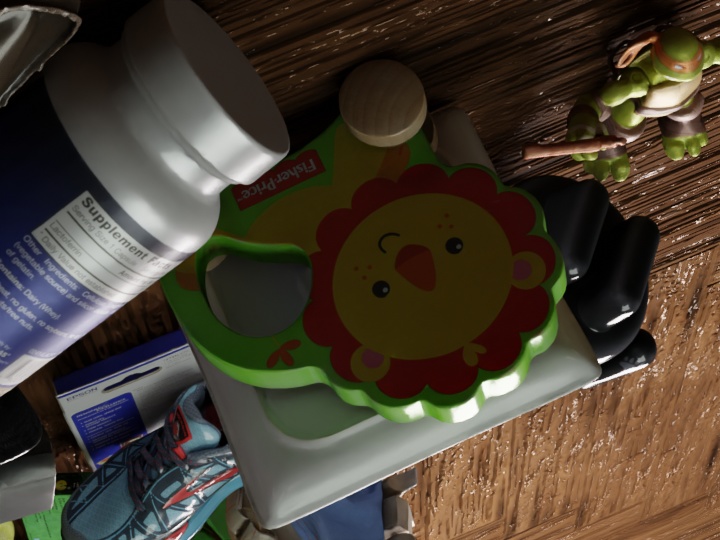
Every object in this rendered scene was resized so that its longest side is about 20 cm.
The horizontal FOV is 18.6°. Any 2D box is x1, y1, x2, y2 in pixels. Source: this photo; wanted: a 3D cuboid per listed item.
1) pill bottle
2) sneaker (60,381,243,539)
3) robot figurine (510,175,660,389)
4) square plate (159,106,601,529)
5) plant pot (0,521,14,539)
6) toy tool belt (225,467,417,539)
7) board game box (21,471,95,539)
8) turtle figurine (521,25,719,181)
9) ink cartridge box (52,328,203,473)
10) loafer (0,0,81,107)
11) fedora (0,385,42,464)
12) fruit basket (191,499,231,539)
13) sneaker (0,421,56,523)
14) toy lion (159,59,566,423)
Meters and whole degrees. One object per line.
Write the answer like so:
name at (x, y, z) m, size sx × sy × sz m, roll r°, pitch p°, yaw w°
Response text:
pill bottle at (-0.138, -0.035, 1.034) m, size 0.200 × 0.116 × 0.116 m, roll -36°, pitch 156°, yaw 13°
sneaker at (-0.110, 0.107, 1.383) m, size 0.200 × 0.079 × 0.096 m, roll -33°, pitch 149°, yaw -4°
robot figurine at (0.100, 0.014, 1.374) m, size 0.125 × 0.151 × 0.200 m, roll -21°, pitch 173°, yaw -37°
square plate at (0.001, 0.016, 1.201) m, size 0.200 × 0.198 × 0.028 m, roll -25°, pitch 149°, yaw -2°
plant pot at (-0.290, 0.247, 1.426) m, size 0.200 × 0.185 × 0.200 m, roll -22°, pitch 159°, yaw -9°
toy tool belt at (-0.019, 0.164, 1.435) m, size 0.123 × 0.200 × 0.125 m, roll -33°, pitch 137°, yaw 29°
board game box at (-0.167, 0.207, 1.511) m, size 0.104 × 0.024 × 0.200 m, roll 0°, pitch 137°, yaw 6°
turtle figurine at (0.167, -0.103, 1.282) m, size 0.200 × 0.065 × 0.161 m, roll -30°, pitch 167°, yaw -11°
ink cartridge box at (-0.142, 0.085, 1.419) m, size 0.094 × 0.037 × 0.200 m, roll -22°, pitch 161°, yaw -7°
loafer at (-0.190, -0.066, 0.972) m, size 0.200 × 0.071 × 0.073 m, roll -37°, pitch 156°, yaw 27°
fedora at (-0.262, 0.097, 1.106) m, size 0.200 × 0.200 × 0.092 m, roll -2°, pitch 112°, yaw -44°
fruit basket at (-0.153, 0.241, 1.638) m, size 0.215 × 0.156 × 0.216 m, roll -38°, pitch 170°, yaw -8°
sneaker at (-0.245, 0.132, 1.285) m, size 0.106 × 0.075 × 0.200 m, roll -8°, pitch 178°, yaw -23°
toy lion at (0.000, 0.000, 1.163) m, size 0.200 × 0.192 × 0.069 m, roll -24°, pitch 157°, yaw -1°
